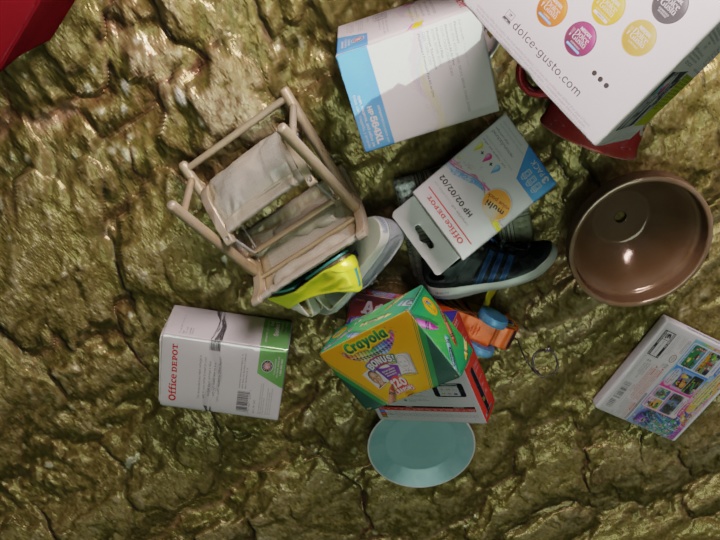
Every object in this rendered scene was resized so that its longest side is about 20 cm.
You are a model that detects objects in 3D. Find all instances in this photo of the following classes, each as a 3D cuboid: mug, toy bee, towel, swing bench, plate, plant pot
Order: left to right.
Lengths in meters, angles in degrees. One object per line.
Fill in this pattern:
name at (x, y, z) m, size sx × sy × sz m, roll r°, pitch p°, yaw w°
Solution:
swing bench at (-0.120, -0.095, 0.940) m, size 0.196 × 0.131 × 0.201 m, roll -29°, pitch 122°, yaw 16°
plate at (0.109, 0.311, 1.240) m, size 0.194 × 0.026 × 0.205 m, roll 0°, pitch 121°, yaw 1°
towel at (0.156, -0.067, 1.016) m, size 0.187 × 0.035 × 0.204 m, roll -14°, pitch 118°, yaw 5°
toy bee at (0.196, 0.093, 1.061) m, size 0.200 × 0.109 × 0.131 m, roll 45°, pitch 109°, yaw -3°
mug at (0.300, -0.261, 0.837) m, size 0.173 × 0.134 × 0.204 m, roll 9°, pitch 118°, yaw -18°
plant pot at (0.383, -0.058, 0.981) m, size 0.194 × 0.094 × 0.206 m, roll 0°, pitch 122°, yaw -1°

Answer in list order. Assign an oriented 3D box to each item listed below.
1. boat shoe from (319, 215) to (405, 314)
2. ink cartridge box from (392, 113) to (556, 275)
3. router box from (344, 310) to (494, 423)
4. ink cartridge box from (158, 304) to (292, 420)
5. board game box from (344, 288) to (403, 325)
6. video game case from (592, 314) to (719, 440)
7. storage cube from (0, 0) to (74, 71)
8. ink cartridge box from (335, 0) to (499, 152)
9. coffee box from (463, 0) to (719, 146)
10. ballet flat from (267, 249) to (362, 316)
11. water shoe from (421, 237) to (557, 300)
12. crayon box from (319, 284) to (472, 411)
boat shoe at (0.000, -0.001, 1.023) m, size 0.070 × 0.071 × 0.201 m, roll 2°, pitch 141°, yaw -39°
ink cartridge box at (0.147, -0.096, 0.926) m, size 0.199 × 0.068 × 0.116 m, roll -40°, pitch 90°, yaw 7°
router box at (0.086, 0.152, 1.059) m, size 0.196 × 0.049 × 0.182 m, roll -5°, pitch 124°, yaw 34°
ink cartridge box at (-0.216, 0.148, 1.105) m, size 0.194 × 0.085 × 0.149 m, roll 9°, pitch 120°, yaw -6°
board game box at (0.073, 0.089, 1.110) m, size 0.194 × 0.020 × 0.105 m, roll 9°, pitch 119°, yaw -6°
video game case at (0.524, 0.188, 1.169) m, size 0.178 × 0.024 × 0.203 m, roll 23°, pitch 117°, yaw -14°
storage cube at (-0.401, -0.357, 0.752) m, size 0.199 × 0.173 × 0.179 m, roll 39°, pitch 114°, yaw -22°
ink cartridge box at (0.080, -0.252, 0.842) m, size 0.195 × 0.130 × 0.128 m, roll -14°, pitch 121°, yaw 9°
coffee box at (0.260, -0.270, 0.687) m, size 0.201 × 0.199 × 0.198 m, roll 51°, pitch 120°, yaw 13°
ballet flat at (-0.067, 0.031, 1.003) m, size 0.198 × 0.067 × 0.068 m, roll -23°, pitch 100°, yaw 45°
water shoe at (0.184, -0.018, 0.984) m, size 0.195 × 0.072 × 0.081 m, roll -18°, pitch 115°, yaw 5°
crayon box at (0.047, 0.115, 0.973) m, size 0.119 × 0.059 × 0.198 m, roll 49°, pitch 134°, yaw -11°
